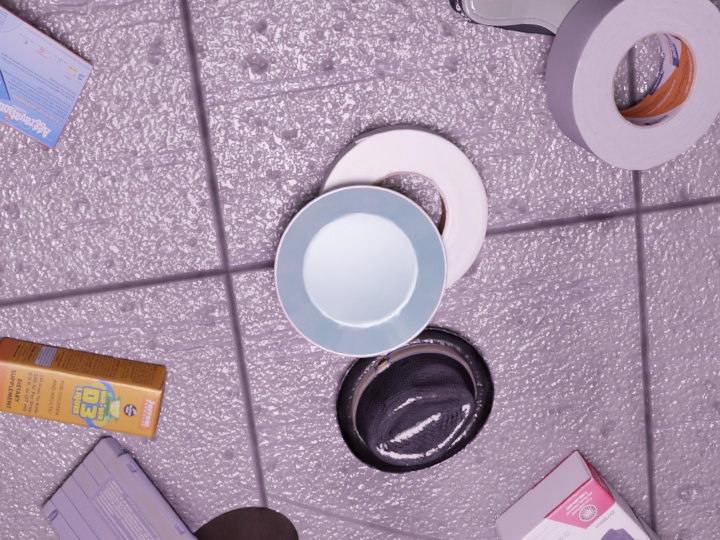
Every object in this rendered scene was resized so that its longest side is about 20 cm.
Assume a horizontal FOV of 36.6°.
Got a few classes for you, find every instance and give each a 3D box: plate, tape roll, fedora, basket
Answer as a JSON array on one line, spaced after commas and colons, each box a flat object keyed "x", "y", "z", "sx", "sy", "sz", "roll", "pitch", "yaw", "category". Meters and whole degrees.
[{"x": 0.000, "y": 0.000, "z": 1.236, "sx": 0.197, "sy": 0.026, "sz": 0.203, "roll": -1, "pitch": 107, "yaw": -4, "category": "plate"}, {"x": 0.047, "y": -0.065, "z": 1.253, "sx": 0.200, "sy": 0.037, "sz": 0.206, "roll": -1, "pitch": 106, "yaw": -4, "category": "tape roll"}, {"x": 0.069, "y": 0.170, "z": 1.292, "sx": 0.197, "sy": 0.092, "sz": 0.204, "roll": -1, "pitch": 107, "yaw": -5, "category": "fedora"}, {"x": 0.305, "y": -0.215, "z": 1.191, "sx": 0.197, "sy": 0.066, "sz": 0.203, "roll": -8, "pitch": 116, "yaw": -16, "category": "tape roll"}, {"x": -0.150, "y": 0.400, "z": 1.283, "sx": 0.180, "sy": 0.200, "sz": 0.136, "roll": -38, "pitch": 105, "yaw": 7, "category": "basket"}]

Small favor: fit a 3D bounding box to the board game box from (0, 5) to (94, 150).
[{"x": -0.371, "y": -0.212, "z": 1.111, "sx": 0.199, "sy": 0.019, "sz": 0.104, "roll": 31, "pitch": 81, "yaw": -50, "category": "board game box"}]

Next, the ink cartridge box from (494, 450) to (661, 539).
[{"x": 0.289, "y": 0.353, "z": 1.368, "sx": 0.145, "sy": 0.084, "sz": 0.200, "roll": -42, "pitch": 105, "yaw": 8, "category": "ink cartridge box"}]

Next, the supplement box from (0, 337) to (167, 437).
[{"x": -0.328, "y": 0.136, "z": 1.263, "sx": 0.197, "sy": 0.069, "sz": 0.067, "roll": 10, "pitch": 107, "yaw": -10, "category": "supplement box"}]

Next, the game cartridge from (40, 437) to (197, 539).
[{"x": -0.277, "y": 0.311, "z": 1.284, "sx": 0.130, "sy": 0.038, "sz": 0.200, "roll": -46, "pitch": 70, "yaw": 5, "category": "game cartridge"}]

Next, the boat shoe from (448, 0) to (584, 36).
[{"x": 0.192, "y": -0.293, "z": 1.188, "sx": 0.197, "sy": 0.060, "sz": 0.077, "roll": 6, "pitch": 103, "yaw": -21, "category": "boat shoe"}]
